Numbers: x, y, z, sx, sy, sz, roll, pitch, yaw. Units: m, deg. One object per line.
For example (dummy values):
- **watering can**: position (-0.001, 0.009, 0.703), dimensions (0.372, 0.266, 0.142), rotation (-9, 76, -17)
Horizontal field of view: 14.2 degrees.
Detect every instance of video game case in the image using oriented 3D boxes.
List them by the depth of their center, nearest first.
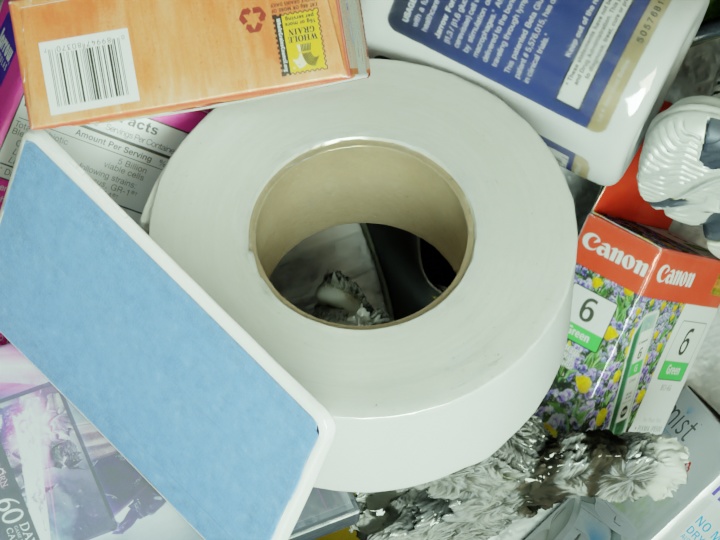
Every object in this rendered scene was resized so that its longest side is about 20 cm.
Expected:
- **video game case**: position (-0.119, 0.089, 1.349), dimensions (0.199, 0.143, 0.019), rotation (-20, 156, -12)

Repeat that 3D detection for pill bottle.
- **pill bottle**: position (0.060, -0.133, 1.407), dimensions (0.199, 0.111, 0.111), rotation (27, 102, 6)

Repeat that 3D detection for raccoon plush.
- **raccoon plush**: position (0.054, 0.070, 1.468), dimensions (0.199, 0.134, 0.097), rotation (5, 136, -22)

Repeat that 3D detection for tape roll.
- **tape roll**: position (0.000, 0.000, 1.346), dimensions (0.202, 0.203, 0.071), rotation (-17, 149, -10)

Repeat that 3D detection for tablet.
- **tablet**: position (-0.095, 0.039, 1.296), dimensions (0.014, 0.200, 0.130), rotation (-32, 158, -38)

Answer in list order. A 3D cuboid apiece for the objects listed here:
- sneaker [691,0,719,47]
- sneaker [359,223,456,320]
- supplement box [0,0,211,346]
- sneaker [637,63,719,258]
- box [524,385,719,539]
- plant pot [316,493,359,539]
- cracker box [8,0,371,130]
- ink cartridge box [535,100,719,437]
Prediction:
- **sneaker**: position (0.210, -0.163, 1.491), dimensions (0.199, 0.081, 0.074), rotation (-31, 116, -4)
- **sneaker**: position (0.056, 0.020, 1.499), dimensions (0.075, 0.106, 0.200), rotation (-32, 117, -3)
- **supplement box**: position (-0.161, -0.017, 1.420), dimensions (0.103, 0.101, 0.201), rotation (21, 102, -21)
- **sneaker**: position (0.200, -0.085, 1.460), dimensions (0.199, 0.079, 0.130), rotation (32, 66, -57)
- **box**: position (0.195, 0.199, 1.619), dimensions (0.176, 0.097, 0.200), rotation (-43, 116, 4)
- **plant pot**: position (-0.083, 0.136, 1.471), dimensions (0.200, 0.200, 0.142), rotation (35, 120, -25)
- **cracker box**: position (-0.068, -0.099, 1.247), dimensions (0.133, 0.200, 0.058), rotation (-9, 94, 4)
- **ink cartridge box**: position (0.148, 0.014, 1.522), dimensions (0.109, 0.050, 0.201), rotation (9, 107, -61)
